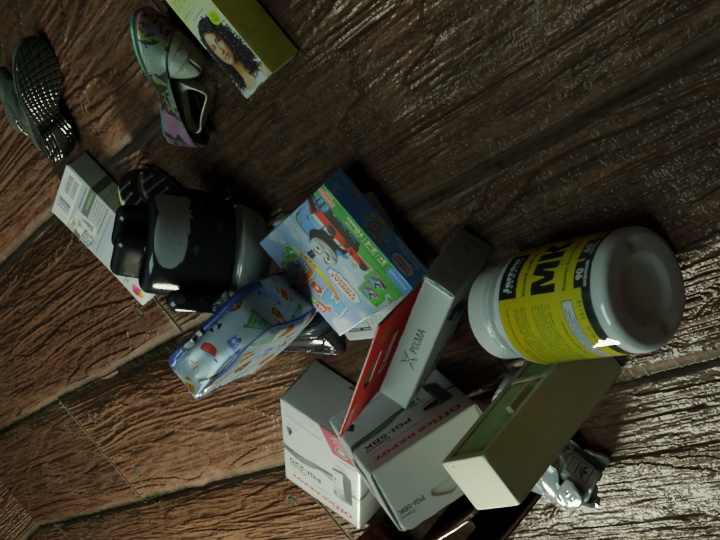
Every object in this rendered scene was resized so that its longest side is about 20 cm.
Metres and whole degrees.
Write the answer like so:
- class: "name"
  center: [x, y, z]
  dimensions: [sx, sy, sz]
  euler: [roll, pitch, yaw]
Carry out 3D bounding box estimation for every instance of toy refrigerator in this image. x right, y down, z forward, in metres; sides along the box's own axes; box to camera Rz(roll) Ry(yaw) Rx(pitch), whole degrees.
- class: "toy refrigerator"
  center: [0.174, 0.145, 1.292]
  dimensions: [0.070, 0.200, 0.076]
  euler: [51, 149, -9]

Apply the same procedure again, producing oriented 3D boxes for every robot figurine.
- class: "robot figurine"
  center: [-0.207, -0.027, 1.576]
  dimensions: [0.125, 0.197, 0.153]
  euler: [-172, 88, -74]

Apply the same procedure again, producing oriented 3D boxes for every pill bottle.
- class: "pill bottle"
  center: [0.199, 0.029, 1.214]
  dimensions: [0.199, 0.114, 0.115]
  euler: [-14, 115, 54]

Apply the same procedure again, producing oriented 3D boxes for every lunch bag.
- class: "lunch bag"
  center: [-0.141, 0.078, 1.530]
  dimensions: [0.160, 0.200, 0.076]
  euler: [-42, 81, 18]

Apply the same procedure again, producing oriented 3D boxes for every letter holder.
- class: "letter holder"
  center: [0.121, 0.307, 1.595]
  dimensions: [0.101, 0.142, 0.200]
  euler: [44, 149, 3]

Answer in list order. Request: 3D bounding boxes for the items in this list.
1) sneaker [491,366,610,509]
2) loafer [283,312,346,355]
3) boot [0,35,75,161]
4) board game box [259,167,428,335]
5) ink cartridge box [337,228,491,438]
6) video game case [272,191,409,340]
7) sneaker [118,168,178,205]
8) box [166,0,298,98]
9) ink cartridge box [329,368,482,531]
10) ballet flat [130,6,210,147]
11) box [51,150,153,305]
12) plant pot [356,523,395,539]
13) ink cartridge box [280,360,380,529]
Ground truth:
- class: "sneaker"
  center: [0.214, 0.192, 1.423]
  dimensions: [0.114, 0.075, 0.202]
  euler: [22, 146, 33]
- class: "loafer"
  center: [-0.097, 0.086, 1.682]
  dimensions: [0.198, 0.072, 0.063]
  euler: [-3, 129, 48]
- class: "boot"
  center: [-0.468, -0.250, 1.757]
  dimensions: [0.130, 0.067, 0.202]
  euler: [33, 145, 31]
- class: "board game box"
  center: [-0.023, -0.016, 1.464]
  dimensions: [0.152, 0.037, 0.200]
  euler: [49, 150, -3]
- class: "ink cartridge box"
  center: [0.057, 0.078, 1.355]
  dimensions: [0.044, 0.176, 0.201]
  euler: [31, 138, 12]
- class: "video game case"
  center: [0.000, 0.000, 1.511]
  dimensions: [0.199, 0.023, 0.183]
  euler: [-9, 119, 55]
- class: "sneaker"
  center: [-0.250, -0.052, 1.704]
  dimensions: [0.200, 0.078, 0.091]
  euler: [43, 156, 9]
- class: "box"
  center: [-0.157, -0.284, 1.352]
  dimensions: [0.201, 0.050, 0.075]
  euler: [50, 149, -4]
- class: "ink cartridge box"
  center: [0.062, 0.194, 1.466]
  dimensions: [0.084, 0.146, 0.200]
  euler: [60, 172, -17]
- class: "ballet flat"
  center: [-0.210, -0.221, 1.483]
  dimensions: [0.070, 0.070, 0.202]
  euler: [12, 142, 17]
- class: "box"
  center: [-0.359, -0.059, 1.859]
  dimensions: [0.200, 0.041, 0.156]
  euler: [46, 149, 3]
- class: "plant pot"
  center: [0.035, 0.496, 1.884]
  dimensions: [0.196, 0.200, 0.201]
  euler: [49, 150, 11]
- class: "ink cartridge box"
  center: [-0.031, 0.243, 1.764]
  dimensions: [0.145, 0.085, 0.202]
  euler: [31, 147, 24]
